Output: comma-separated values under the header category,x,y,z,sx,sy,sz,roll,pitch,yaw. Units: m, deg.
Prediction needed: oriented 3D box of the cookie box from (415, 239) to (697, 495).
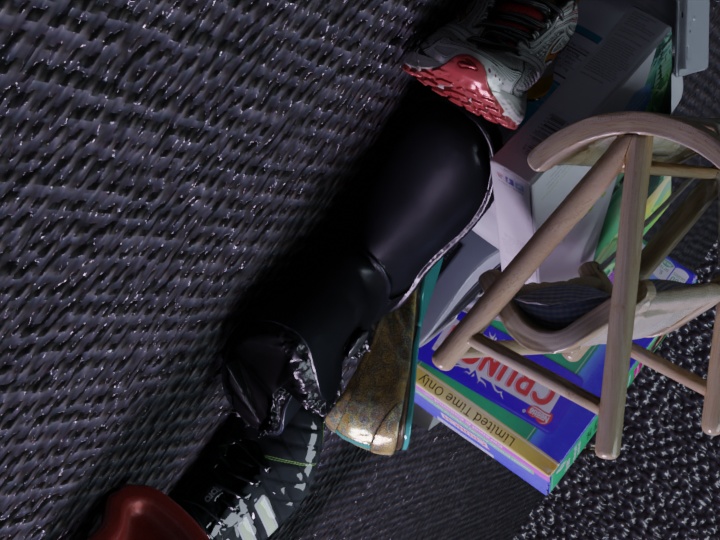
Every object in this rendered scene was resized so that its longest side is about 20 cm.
category,x,y,z,sx,sy,sz,roll,pitch,yaw
cookie box,0.139,0.046,1.895,0.200,0.171,0.075,-53,165,-10

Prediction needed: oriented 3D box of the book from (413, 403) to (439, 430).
category,x,y,z,sx,sy,sz,roll,pitch,yaw
book,0.111,0.045,2.104,0.200,0.048,0.134,-32,151,-57

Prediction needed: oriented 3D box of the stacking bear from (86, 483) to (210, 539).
category,x,y,z,sx,sy,sz,roll,pitch,yaw
stacking bear,-0.159,0.246,1.458,0.121,0.114,0.200,-41,166,-48

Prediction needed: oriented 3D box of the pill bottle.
category,x,y,z,sx,sy,sz,roll,pitch,yaw
pill bottle,0.145,-0.108,1.645,0.200,0.111,0.111,-52,168,-9

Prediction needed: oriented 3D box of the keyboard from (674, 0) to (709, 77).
category,x,y,z,sx,sy,sz,roll,pitch,yaw
keyboard,0.224,-0.232,1.613,0.056,0.011,0.200,-25,118,-64

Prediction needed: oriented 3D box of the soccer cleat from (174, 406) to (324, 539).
category,x,y,z,sx,sy,sz,roll,pitch,yaw
soccer cleat,-0.090,0.156,1.578,0.081,0.068,0.200,-2,128,-59

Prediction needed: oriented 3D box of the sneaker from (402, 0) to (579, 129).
category,x,y,z,sx,sy,sz,roll,pitch,yaw
sneaker,0.083,-0.142,1.431,0.082,0.078,0.200,-64,175,21

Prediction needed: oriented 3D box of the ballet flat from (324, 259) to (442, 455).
category,x,y,z,sx,sy,sz,roll,pitch,yaw
ballet flat,0.016,0.031,1.606,0.071,0.071,0.200,107,-4,-55

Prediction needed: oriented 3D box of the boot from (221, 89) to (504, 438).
category,x,y,z,sx,sy,sz,roll,pitch,yaw
boot,0.000,0.000,1.458,0.168,0.076,0.200,-48,173,-44

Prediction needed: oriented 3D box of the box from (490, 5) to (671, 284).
category,x,y,z,sx,sy,sz,roll,pitch,yaw
box,0.144,-0.056,1.528,0.144,0.036,0.200,-47,156,-19

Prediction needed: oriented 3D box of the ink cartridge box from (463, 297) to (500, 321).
category,x,y,z,sx,sy,sz,roll,pitch,yaw
ink cartridge box,0.140,-0.057,1.787,0.160,0.047,0.200,9,-102,69

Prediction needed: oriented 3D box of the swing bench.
category,x,y,z,sx,sy,sz,roll,pitch,yaw
swing bench,0.172,-0.008,1.451,0.199,0.130,0.200,0,115,-62

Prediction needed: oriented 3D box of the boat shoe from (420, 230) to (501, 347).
category,x,y,z,sx,sy,sz,roll,pitch,yaw
boat shoe,0.080,-0.016,1.733,0.199,0.074,0.068,-53,169,0
